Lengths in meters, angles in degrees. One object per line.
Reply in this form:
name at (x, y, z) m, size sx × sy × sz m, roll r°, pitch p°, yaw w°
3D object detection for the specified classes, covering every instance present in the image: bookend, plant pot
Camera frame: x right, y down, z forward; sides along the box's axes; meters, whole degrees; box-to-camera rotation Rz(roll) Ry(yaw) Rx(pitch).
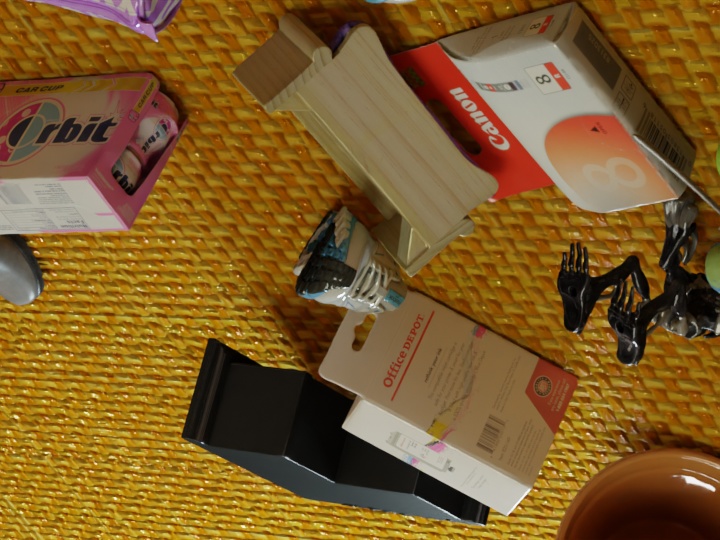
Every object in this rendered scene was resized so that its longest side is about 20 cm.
bookend at (-0.012, 0.140, 1.974) m, size 0.198 × 0.093 × 0.200 m, roll 5°, pitch 163°, yaw 36°
plant pot at (0.258, 0.264, 1.950) m, size 0.199 × 0.201 × 0.140 m, roll 22°, pitch 164°, yaw 7°

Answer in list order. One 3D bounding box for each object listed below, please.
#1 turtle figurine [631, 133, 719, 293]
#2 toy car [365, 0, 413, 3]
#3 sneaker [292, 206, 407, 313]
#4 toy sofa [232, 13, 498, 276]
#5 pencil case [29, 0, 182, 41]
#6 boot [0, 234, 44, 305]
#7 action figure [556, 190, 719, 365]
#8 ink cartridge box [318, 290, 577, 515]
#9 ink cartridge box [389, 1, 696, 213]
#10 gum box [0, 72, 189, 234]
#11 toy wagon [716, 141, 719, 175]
turtle figurine at (0.308, -0.026, 1.513) m, size 0.193 × 0.201 × 0.144 m, roll 23°, pitch 130°, yaw -32°
toy car at (-0.027, -0.240, 1.431) m, size 0.199 × 0.150 × 0.175 m, roll 30°, pitch 149°, yaw 13°
sneaker at (0.000, 0.000, 1.786) m, size 0.086 × 0.075 × 0.200 m, roll 33°, pitch -175°, yaw -4°
toy sofa at (0.007, -0.101, 1.693) m, size 0.200 × 0.098 × 0.083 m, roll 48°, pitch -179°, yaw -31°
pencil case at (-0.223, -0.226, 1.669) m, size 0.199 × 0.086 × 0.084 m, roll 12°, pitch 147°, yaw 21°
boot at (-0.375, -0.004, 2.054) m, size 0.070 × 0.132 × 0.200 m, roll -4°, pitch 137°, yaw 38°
action figure at (0.241, 0.007, 1.640) m, size 0.119 × 0.199 × 0.102 m, roll 37°, pitch 122°, yaw 40°
ink cartridge box at (0.065, 0.101, 1.905) m, size 0.199 × 0.117 × 0.068 m, roll 29°, pitch 149°, yaw -2°
ink cartridge box at (0.115, -0.103, 1.638) m, size 0.199 × 0.050 × 0.162 m, roll -14°, pitch 130°, yaw 42°
gum box at (-0.243, -0.093, 1.845) m, size 0.199 × 0.114 × 0.066 m, roll 0°, pitch 140°, yaw 36°
toy wagon at (0.319, -0.073, 1.544) m, size 0.155 × 0.040 × 0.200 m, roll -1°, pitch 138°, yaw 36°
